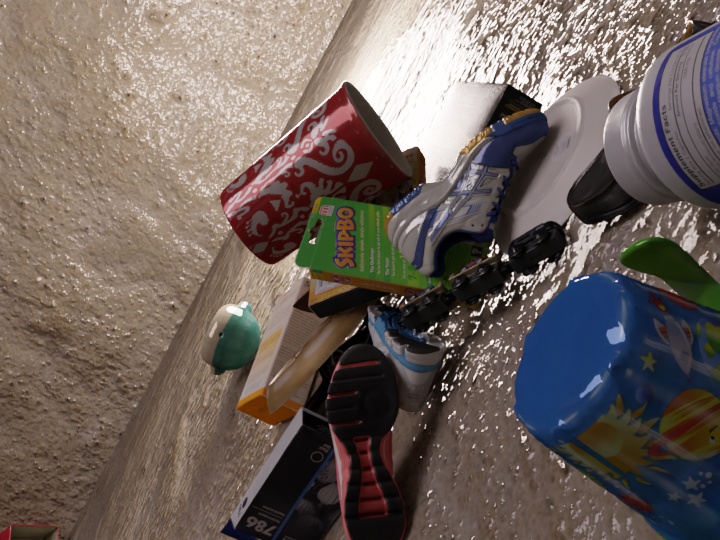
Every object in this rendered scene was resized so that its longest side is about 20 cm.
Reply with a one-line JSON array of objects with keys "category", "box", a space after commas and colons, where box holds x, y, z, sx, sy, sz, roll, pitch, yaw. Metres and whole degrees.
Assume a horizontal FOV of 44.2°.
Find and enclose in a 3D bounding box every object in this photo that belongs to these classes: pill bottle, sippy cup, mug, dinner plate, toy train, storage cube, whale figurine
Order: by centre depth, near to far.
[{"category": "sippy cup", "box": [0.160, 0.069, 0.484, 0.141, 0.129, 0.178, -58, 17, 18]}, {"category": "pill bottle", "box": [0.240, -0.100, 0.534, 0.113, 0.111, 0.200, -68, 15, -16]}, {"category": "toy train", "box": [0.111, 0.007, 0.847, 0.199, 0.034, 0.046, -32, 20, 34]}, {"category": "dinner plate", "box": [0.187, -0.109, 0.887, 0.201, 0.024, 0.201, -55, 19, 28]}, {"category": "mug", "box": [-0.053, -0.112, 1.058, 0.199, 0.134, 0.178, -36, 9, 13]}, {"category": "whale figurine", "box": [-0.248, 0.144, 1.797, 0.200, 0.103, 0.161, 66, -132, -79]}, {"category": "storage cube", "box": [-1.188, 1.014, 3.142, 0.179, 0.198, 0.173, -37, 50, 40]}]

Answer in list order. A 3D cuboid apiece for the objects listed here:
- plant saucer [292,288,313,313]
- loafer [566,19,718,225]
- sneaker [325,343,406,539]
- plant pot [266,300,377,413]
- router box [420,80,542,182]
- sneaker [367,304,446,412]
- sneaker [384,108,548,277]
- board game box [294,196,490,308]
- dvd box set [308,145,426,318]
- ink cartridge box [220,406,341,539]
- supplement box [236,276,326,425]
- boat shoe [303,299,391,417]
[{"category": "plant saucer", "box": [0.000, 0.000, 1.164, 0.200, 0.037, 0.200, -38, -2, -2]}, {"category": "loafer", "box": [0.221, -0.114, 0.690, 0.200, 0.072, 0.073, -51, 21, 41]}, {"category": "sneaker", "box": [-0.003, 0.176, 0.873, 0.087, 0.073, 0.203, 123, 146, -70]}, {"category": "plant pot", "box": [-0.050, 0.091, 1.081, 0.200, 0.027, 0.200, -47, 1, 1]}, {"category": "router box", "box": [0.128, -0.147, 1.078, 0.159, 0.052, 0.200, -62, 16, 7]}, {"category": "sneaker", "box": [0.040, 0.094, 0.956, 0.200, 0.074, 0.088, -103, 22, -78]}, {"category": "sneaker", "box": [0.121, -0.074, 0.895, 0.200, 0.089, 0.075, -41, -20, 14]}, {"category": "board game box", "box": [0.035, -0.022, 0.944, 0.030, 0.197, 0.096, 85, -161, -57]}, {"category": "dvd box set", "box": [0.011, -0.048, 1.048, 0.145, 0.029, 0.202, -21, 43, 23]}, {"category": "ink cartridge box", "box": [-0.073, 0.255, 0.997, 0.201, 0.099, 0.039, -58, 17, 21]}, {"category": "supplement box", "box": [-0.110, 0.127, 1.371, 0.126, 0.073, 0.202, -36, 32, 60]}, {"category": "boat shoe", "box": [-0.018, 0.122, 1.097, 0.202, 0.067, 0.072, -64, 12, -12]}]
